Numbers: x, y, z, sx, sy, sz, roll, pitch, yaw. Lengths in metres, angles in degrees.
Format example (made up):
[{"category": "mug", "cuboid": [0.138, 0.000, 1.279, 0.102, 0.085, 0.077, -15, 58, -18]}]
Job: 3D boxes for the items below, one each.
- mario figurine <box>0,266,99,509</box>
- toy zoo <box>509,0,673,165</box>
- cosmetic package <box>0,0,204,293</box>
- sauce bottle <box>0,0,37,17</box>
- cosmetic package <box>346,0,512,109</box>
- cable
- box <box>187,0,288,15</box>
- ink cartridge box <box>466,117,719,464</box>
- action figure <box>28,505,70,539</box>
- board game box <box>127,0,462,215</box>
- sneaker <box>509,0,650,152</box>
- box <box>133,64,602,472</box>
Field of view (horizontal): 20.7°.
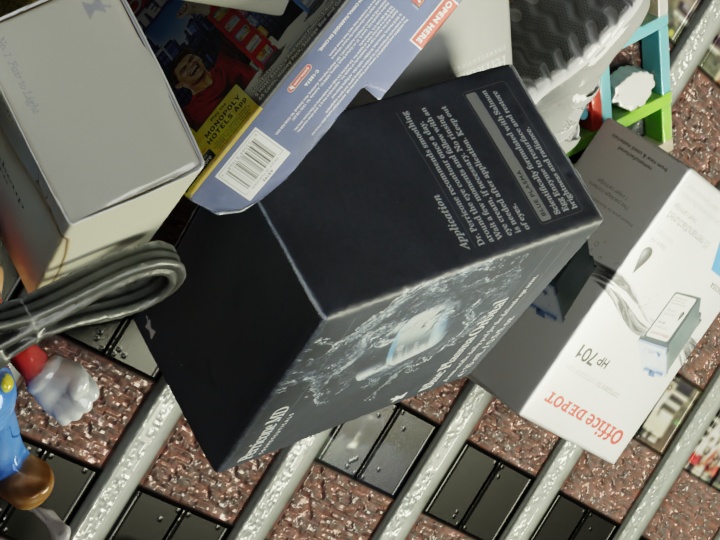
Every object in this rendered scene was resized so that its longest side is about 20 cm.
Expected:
[{"category": "mario figurine", "cuboid": [-0.212, 0.069, 1.061, 0.124, 0.105, 0.201, -64, 159, -46]}, {"category": "toy zoo", "cuboid": [0.154, -0.146, 1.321, 0.131, 0.020, 0.201, -28, 128, -26]}, {"category": "cosmetic package", "cuboid": [-0.144, -0.060, 0.974, 0.073, 0.200, 0.104, -25, 85, -16]}, {"category": "sauce bottle", "cuboid": [-0.232, -0.165, 0.955, 0.066, 0.066, 0.200, -53, 135, -4]}, {"category": "cosmetic package", "cuboid": [0.021, -0.196, 1.137, 0.107, 0.090, 0.201, -27, 124, -27]}, {"category": "cable", "cuboid": [-0.185, 0.023, 0.972, 0.199, 0.050, 0.097, -32, 151, -13]}, {"category": "box", "cuboid": [-0.114, -0.213, 0.910, 0.199, 0.109, 0.128, 6, 133, -27]}, {"category": "ink cartridge box", "cuboid": [0.172, 0.017, 1.362, 0.146, 0.086, 0.201, 28, 96, -51]}, {"category": "action figure", "cuboid": [-0.196, 0.242, 1.166, 0.200, 0.104, 0.194, 39, 67, -60]}, {"category": "board game box", "cuboid": [-0.053, -0.150, 1.032, 0.200, 0.200, 0.062, -50, 134, 7]}, {"category": "sneaker", "cuboid": [0.115, -0.115, 1.257, 0.082, 0.075, 0.200, 22, 119, -45]}, {"category": "box", "cuboid": [0.000, 0.000, 1.141, 0.199, 0.118, 0.197, -18, 159, -31]}]
